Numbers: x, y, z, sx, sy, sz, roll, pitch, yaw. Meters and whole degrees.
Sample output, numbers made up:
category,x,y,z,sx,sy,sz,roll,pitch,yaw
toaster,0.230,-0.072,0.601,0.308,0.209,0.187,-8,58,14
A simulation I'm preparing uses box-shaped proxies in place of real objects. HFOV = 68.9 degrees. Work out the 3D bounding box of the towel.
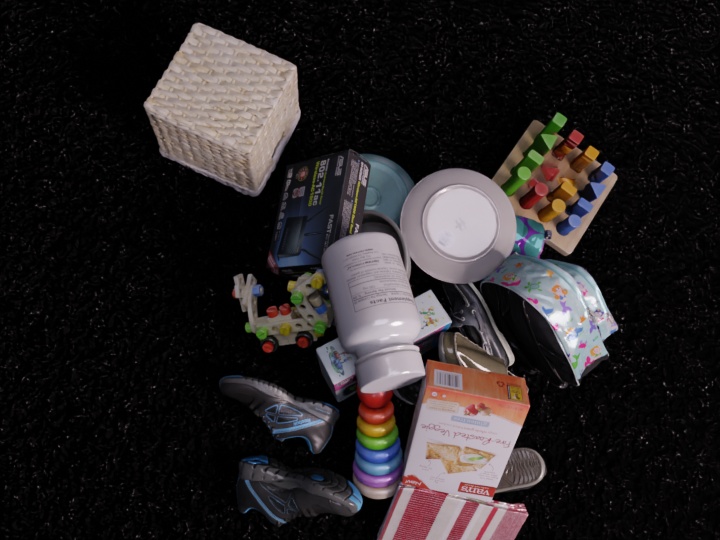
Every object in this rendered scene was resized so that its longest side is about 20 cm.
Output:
category,x,y,z,sx,sy,sz,roll,pitch,yaw
towel,0.138,0.392,0.809,0.200,0.023,0.144,14,118,-2

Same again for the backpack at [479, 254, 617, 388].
category,x,y,z,sx,sy,sz,roll,pitch,yaw
backpack,0.294,0.065,0.842,0.151,0.178,0.200,-44,111,-8

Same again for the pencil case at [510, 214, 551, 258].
category,x,y,z,sx,sy,sz,roll,pitch,yaw
pencil case,0.228,-0.065,0.937,0.200,0.085,0.092,14,48,-2

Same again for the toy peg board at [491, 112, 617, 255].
category,x,y,z,sx,sy,sz,roll,pitch,yaw
toy peg board,0.368,-0.171,0.972,0.199,0.098,0.200,36,76,3

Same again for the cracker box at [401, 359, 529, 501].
category,x,y,z,sx,sy,sz,roll,pitch,yaw
cracker box,0.139,0.227,0.731,0.134,0.200,0.058,10,32,4

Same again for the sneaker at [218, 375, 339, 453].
category,x,y,z,sx,sy,sz,roll,pitch,yaw
sneaker,-0.136,0.225,0.833,0.200,0.073,0.082,21,76,0

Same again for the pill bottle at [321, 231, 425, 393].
category,x,y,z,sx,sy,sz,roll,pitch,yaw
pill bottle,0.020,0.058,0.721,0.114,0.114,0.200,-11,66,-9

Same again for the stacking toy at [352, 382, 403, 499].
category,x,y,z,sx,sy,sz,roll,pitch,yaw
stacking toy,0.024,0.243,0.792,0.085,0.085,0.200,-8,114,-8

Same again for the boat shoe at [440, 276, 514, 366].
category,x,y,z,sx,sy,sz,roll,pitch,yaw
boat shoe,0.184,0.090,0.901,0.066,0.075,0.199,-30,92,-18

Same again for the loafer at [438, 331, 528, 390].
category,x,y,z,sx,sy,sz,roll,pitch,yaw
loafer,0.193,0.150,0.817,0.200,0.070,0.075,38,41,-32

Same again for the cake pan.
category,x,y,z,sx,sy,sz,roll,pitch,yaw
cake pan,0.000,0.000,0.868,0.200,0.037,0.200,-9,74,34

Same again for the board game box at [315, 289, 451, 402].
category,x,y,z,sx,sy,sz,roll,pitch,yaw
board game box,0.035,0.124,0.836,0.200,0.148,0.064,-28,70,-11

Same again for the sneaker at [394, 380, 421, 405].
category,x,y,z,sx,sy,sz,roll,pitch,yaw
sneaker,0.149,0.214,0.858,0.200,0.091,0.067,22,76,-1

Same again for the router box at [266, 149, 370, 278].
category,x,y,z,sx,sy,sz,roll,pitch,yaw
router box,-0.070,-0.089,0.877,0.150,0.062,0.200,-4,70,38

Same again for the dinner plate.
category,x,y,z,sx,sy,sz,roll,pitch,yaw
dinner plate,0.167,-0.078,0.881,0.200,0.024,0.200,0,83,-2

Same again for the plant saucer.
category,x,y,z,sx,sy,sz,roll,pitch,yaw
plant saucer,0.014,-0.127,0.954,0.200,0.036,0.200,2,76,-6

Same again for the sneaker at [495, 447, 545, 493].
category,x,y,z,sx,sy,sz,roll,pitch,yaw
sneaker,0.200,0.335,0.850,0.200,0.106,0.075,-11,60,20

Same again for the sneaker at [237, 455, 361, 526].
category,x,y,z,sx,sy,sz,roll,pitch,yaw
sneaker,-0.094,0.343,0.795,0.200,0.073,0.082,7,85,19

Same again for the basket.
category,x,y,z,sx,sy,sz,roll,pitch,yaw
basket,-0.225,-0.270,0.899,0.200,0.161,0.198,24,74,-2

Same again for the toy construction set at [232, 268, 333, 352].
category,x,y,z,sx,sy,sz,roll,pitch,yaw
toy construction set,-0.124,0.059,0.843,0.200,0.131,0.092,-1,32,28
